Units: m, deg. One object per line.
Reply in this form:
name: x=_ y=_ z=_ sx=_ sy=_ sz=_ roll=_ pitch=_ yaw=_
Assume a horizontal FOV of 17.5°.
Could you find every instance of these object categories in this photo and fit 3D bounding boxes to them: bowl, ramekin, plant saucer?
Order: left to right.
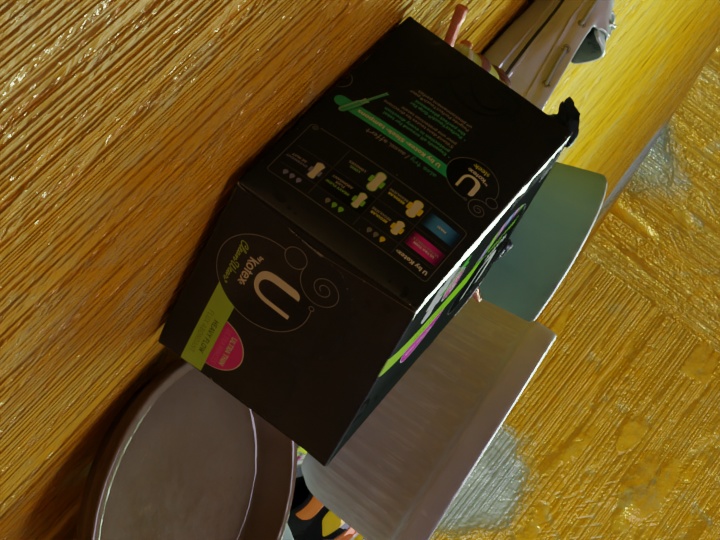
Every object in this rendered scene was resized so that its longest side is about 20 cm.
plant saucer: x=-0.107 y=0.141 z=1.420 sx=0.200 sy=0.029 sz=0.201 roll=-28 pitch=125 yaw=-50
ramekin: x=0.043 y=0.103 z=1.652 sx=0.200 sy=0.105 sz=0.200 roll=-57 pitch=174 yaw=-9
bowl: x=0.111 y=-0.023 z=1.981 sx=0.201 sy=0.105 sz=0.201 roll=-56 pitch=-173 yaw=11

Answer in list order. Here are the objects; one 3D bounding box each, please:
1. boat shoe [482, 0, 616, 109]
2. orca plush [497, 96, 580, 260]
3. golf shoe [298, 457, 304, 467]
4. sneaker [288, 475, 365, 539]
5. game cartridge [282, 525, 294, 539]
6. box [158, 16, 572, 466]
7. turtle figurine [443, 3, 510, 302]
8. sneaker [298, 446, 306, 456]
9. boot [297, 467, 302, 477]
boat shoe: x=0.158 y=-0.182 z=1.763 sx=0.200 sy=0.067 sz=0.074 roll=-50 pitch=172 yaw=-26
orca plush: x=0.088 y=-0.065 z=1.850 sx=0.071 sy=0.105 sz=0.200 roll=13 pitch=149 yaw=-41
golf shoe: x=-0.012 y=0.116 z=1.851 sx=0.200 sy=0.075 sz=0.091 roll=-25 pitch=173 yaw=30
sneaker: x=-0.094 y=0.210 z=1.927 sx=0.200 sy=0.090 sz=0.070 roll=-20 pitch=-144 yaw=21
game cartridge: x=-0.101 y=0.243 z=1.802 sx=0.133 sy=0.041 sz=0.200 roll=-52 pitch=-148 yaw=16
box: x=0.004 y=-0.019 z=1.333 sx=0.200 sy=0.124 sz=0.149 roll=-48 pitch=171 yaw=-44
turtle figurine: x=0.083 y=-0.093 z=1.558 sx=0.161 sy=0.064 sz=0.200 roll=-89 pitch=172 yaw=-71
sneaker: x=0.005 y=0.059 z=1.771 sx=0.081 sy=0.074 sz=0.200 roll=15 pitch=117 yaw=-36
boot: x=-0.009 y=0.169 z=1.998 sx=0.211 sy=0.158 sz=0.079 roll=-53 pitch=173 yaw=-5
